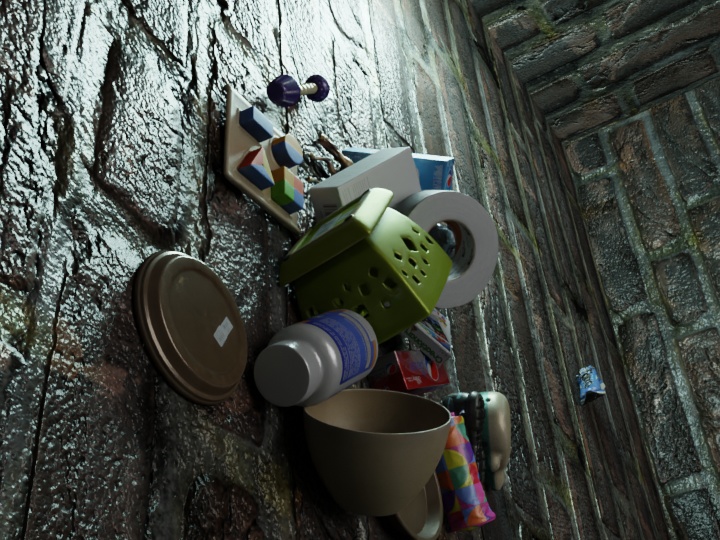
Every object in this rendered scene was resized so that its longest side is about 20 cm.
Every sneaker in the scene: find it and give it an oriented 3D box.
[{"bbox_3d":[0.181,0.317,1.729,0.075,0.079,0.200,20,70,-67],"label":"sneaker"},{"bbox_3d":[0.658,0.329,2.789,0.089,0.079,0.200,60,14,2],"label":"sneaker"}]

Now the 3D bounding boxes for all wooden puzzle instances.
[{"bbox_3d":[-0.143,-0.176,1.498,0.185,0.046,0.200,39,35,-48],"label":"wooden puzzle"}]

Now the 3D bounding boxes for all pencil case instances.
[{"bbox_3d":[0.165,0.342,1.646,0.088,0.088,0.200,14,59,-63],"label":"pencil case"}]

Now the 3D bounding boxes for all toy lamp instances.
[{"bbox_3d":[-0.112,-0.318,1.693,0.058,0.058,0.200,65,20,-4],"label":"toy lamp"}]

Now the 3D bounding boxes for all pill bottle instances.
[{"bbox_3d":[-0.062,0.121,1.309,0.200,0.112,0.112,-15,83,-66],"label":"pill bottle"}]

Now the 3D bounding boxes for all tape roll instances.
[{"bbox_3d":[0.135,-0.037,1.645,0.200,0.200,0.066,58,-18,-20],"label":"tape roll"}]

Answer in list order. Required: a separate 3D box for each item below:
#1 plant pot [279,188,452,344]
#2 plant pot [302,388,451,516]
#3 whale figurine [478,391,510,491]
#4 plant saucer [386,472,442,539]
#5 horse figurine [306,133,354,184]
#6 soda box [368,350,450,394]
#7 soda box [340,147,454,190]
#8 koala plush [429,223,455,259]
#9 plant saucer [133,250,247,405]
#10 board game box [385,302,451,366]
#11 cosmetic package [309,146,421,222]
[{"bbox_3d":[0.000,0.000,1.469,0.182,0.199,0.200,54,26,-12],"label":"plant pot"},{"bbox_3d":[0.018,0.252,1.304,0.200,0.200,0.135,-20,116,-68],"label":"plant pot"},{"bbox_3d":[0.234,0.325,1.832,0.159,0.104,0.200,-78,163,-56],"label":"whale figurine"},{"bbox_3d":[0.069,0.327,1.497,0.200,0.029,0.200,47,30,-38],"label":"plant saucer"},{"bbox_3d":[-0.042,-0.156,1.703,0.133,0.050,0.200,37,39,-38],"label":"horse figurine"},{"bbox_3d":[0.082,0.177,1.642,0.200,0.063,0.070,8,61,-64],"label":"soda box"},{"bbox_3d":[0.067,-0.184,1.770,0.068,0.200,0.064,-32,129,-68],"label":"soda box"},{"bbox_3d":[0.081,-0.081,1.809,0.200,0.184,0.177,51,31,15],"label":"koala plush"},{"bbox_3d":[-0.198,0.065,1.170,0.200,0.029,0.200,50,27,-37],"label":"plant saucer"},{"bbox_3d":[0.078,0.066,1.682,0.200,0.035,0.126,41,21,-14],"label":"board game box"},{"bbox_3d":[0.013,-0.132,1.647,0.200,0.074,0.102,-33,115,-42],"label":"cosmetic package"}]
